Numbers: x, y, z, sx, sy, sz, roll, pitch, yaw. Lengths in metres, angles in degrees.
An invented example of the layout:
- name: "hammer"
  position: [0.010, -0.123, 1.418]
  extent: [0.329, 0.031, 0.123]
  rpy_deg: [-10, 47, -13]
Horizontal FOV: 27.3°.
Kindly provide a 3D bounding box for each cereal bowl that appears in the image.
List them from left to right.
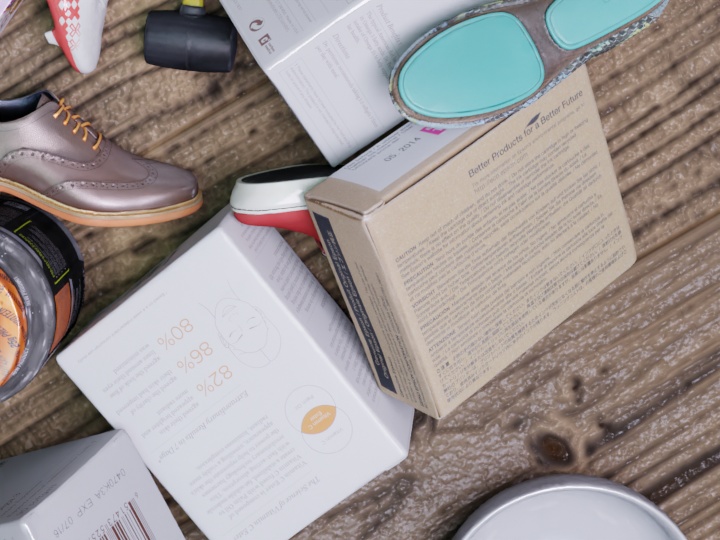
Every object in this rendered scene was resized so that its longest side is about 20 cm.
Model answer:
- name: "cereal bowl"
  position: [0.149, 0.240, 1.091]
  extent: [0.199, 0.083, 0.202]
  rpy_deg: [0, 99, -3]

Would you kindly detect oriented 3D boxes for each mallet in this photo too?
- name: "mallet"
  position: [-0.100, -0.231, 1.013]
  extent: [0.065, 0.041, 0.201]
  rpy_deg: [13, 109, -5]

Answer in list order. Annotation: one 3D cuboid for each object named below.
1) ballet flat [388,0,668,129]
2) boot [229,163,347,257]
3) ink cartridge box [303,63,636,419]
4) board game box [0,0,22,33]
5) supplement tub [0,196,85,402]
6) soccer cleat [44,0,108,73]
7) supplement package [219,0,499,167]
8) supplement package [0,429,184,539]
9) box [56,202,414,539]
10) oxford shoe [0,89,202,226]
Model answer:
- name: "ballet flat"
  position: [0.105, -0.144, 0.945]
  extent: [0.199, 0.074, 0.075]
  rpy_deg: [-24, 99, -9]
- name: "boot"
  position: [0.000, 0.000, 1.028]
  extent: [0.199, 0.072, 0.145]
  rpy_deg: [0, 103, -30]
- name: "ink cartridge box"
  position: [0.079, -0.028, 0.990]
  extent: [0.200, 0.075, 0.165]
  rpy_deg: [-35, 121, -24]
- name: "board game box"
  position: [-0.364, -0.178, 1.026]
  extent: [0.199, 0.041, 0.201]
  rpy_deg: [34, 95, -7]
- name: "supplement tub"
  position: [-0.254, 0.021, 0.982]
  extent: [0.122, 0.200, 0.123]
  rpy_deg: [0, 98, -2]
- name: "soccer cleat"
  position: [-0.181, -0.237, 1.013]
  extent: [0.085, 0.069, 0.201]
  rpy_deg: [-3, 94, 2]
- name: "supplement package"
  position: [0.019, -0.189, 0.982]
  extent: [0.199, 0.118, 0.117]
  rpy_deg: [-33, 142, 3]
- name: "supplement package"
  position: [-0.233, 0.200, 1.000]
  extent: [0.199, 0.117, 0.118]
  rpy_deg: [-17, 106, 33]
- name: "box"
  position: [-0.081, 0.078, 1.034]
  extent: [0.152, 0.106, 0.200]
  rpy_deg: [-37, 99, 13]
- name: "oxford shoe"
  position: [-0.202, -0.080, 1.020]
  extent: [0.199, 0.071, 0.073]
  rpy_deg: [9, 113, -15]
